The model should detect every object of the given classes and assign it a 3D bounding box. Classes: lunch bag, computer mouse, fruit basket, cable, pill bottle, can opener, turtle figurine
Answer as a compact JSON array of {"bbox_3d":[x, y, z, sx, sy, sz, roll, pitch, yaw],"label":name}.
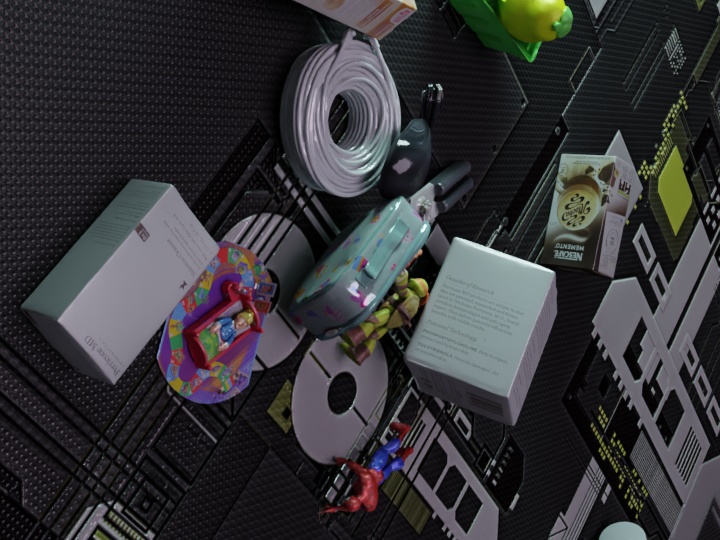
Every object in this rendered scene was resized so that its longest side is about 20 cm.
[{"bbox_3d":[0.000,0.000,1.364,0.077,0.160,0.201,44,57,-14],"label":"lunch bag"},{"bbox_3d":[0.077,-0.160,1.430,0.201,0.052,0.140,-59,167,-55],"label":"computer mouse"},{"bbox_3d":[0.238,-0.408,1.542,0.215,0.214,0.157,38,69,-44],"label":"fruit basket"},{"bbox_3d":[-0.027,-0.201,1.379,0.201,0.069,0.201,-53,133,-28],"label":"cable"},{"bbox_3d":[0.549,0.618,2.118,0.116,0.115,0.202,-40,125,-36],"label":"pill bottle"},{"bbox_3d":[0.108,-0.114,1.555,0.200,0.066,0.053,-38,125,-48],"label":"can opener"},{"bbox_3d":[0.043,0.063,1.473,0.161,0.064,0.201,-40,164,-16],"label":"turtle figurine"}]

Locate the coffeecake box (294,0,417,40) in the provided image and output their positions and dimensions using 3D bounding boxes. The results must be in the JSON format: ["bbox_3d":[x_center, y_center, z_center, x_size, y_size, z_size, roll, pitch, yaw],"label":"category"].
[{"bbox_3d":[-0.034,-0.394,1.287,0.199,0.073,0.156,11,56,-48],"label":"coffeecake box"}]

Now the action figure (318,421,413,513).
[{"bbox_3d":[0.001,0.290,1.502,0.200,0.098,0.066,-43,126,-62],"label":"action figure"}]

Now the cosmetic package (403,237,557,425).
[{"bbox_3d":[0.184,0.094,1.553,0.202,0.164,0.168,-65,160,-17],"label":"cosmetic package"}]

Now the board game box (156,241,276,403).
[{"bbox_3d":[-0.166,0.067,1.286,0.157,0.039,0.203,21,80,-48],"label":"board game box"}]

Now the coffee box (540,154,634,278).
[{"bbox_3d":[0.400,-0.096,1.838,0.079,0.112,0.203,17,83,-47],"label":"coffee box"}]

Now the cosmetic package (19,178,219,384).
[{"bbox_3d":[-0.260,0.009,1.143,0.201,0.080,0.113,-57,135,-26],"label":"cosmetic package"}]
